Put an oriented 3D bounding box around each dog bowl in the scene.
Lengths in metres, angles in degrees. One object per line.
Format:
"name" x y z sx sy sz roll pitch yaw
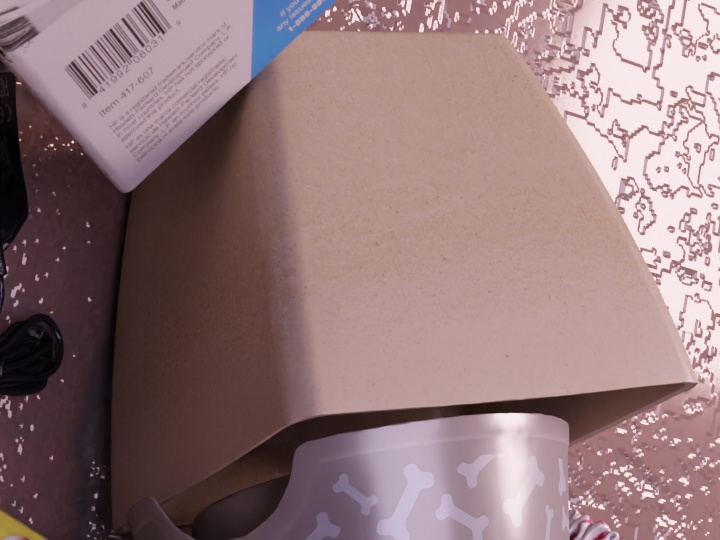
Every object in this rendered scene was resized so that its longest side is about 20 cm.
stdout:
"dog bowl" 0.000 0.116 0.933 0.199 0.200 0.059 -2 72 -30

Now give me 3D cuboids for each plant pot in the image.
"plant pot" 0.000 0.000 0.962 0.199 0.200 0.179 -2 72 -30

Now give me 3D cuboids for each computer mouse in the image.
"computer mouse" -0.186 -0.033 0.902 0.140 0.046 0.202 -36 119 -68

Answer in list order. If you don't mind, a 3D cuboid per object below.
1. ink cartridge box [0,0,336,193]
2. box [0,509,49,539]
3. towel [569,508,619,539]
"ink cartridge box" -0.104 -0.151 0.834 0.146 0.084 0.200 -42 138 -5
"box" -0.164 0.170 0.934 0.200 0.048 0.118 38 70 -26
"towel" 0.110 0.218 1.051 0.147 0.030 0.200 -59 144 -16
